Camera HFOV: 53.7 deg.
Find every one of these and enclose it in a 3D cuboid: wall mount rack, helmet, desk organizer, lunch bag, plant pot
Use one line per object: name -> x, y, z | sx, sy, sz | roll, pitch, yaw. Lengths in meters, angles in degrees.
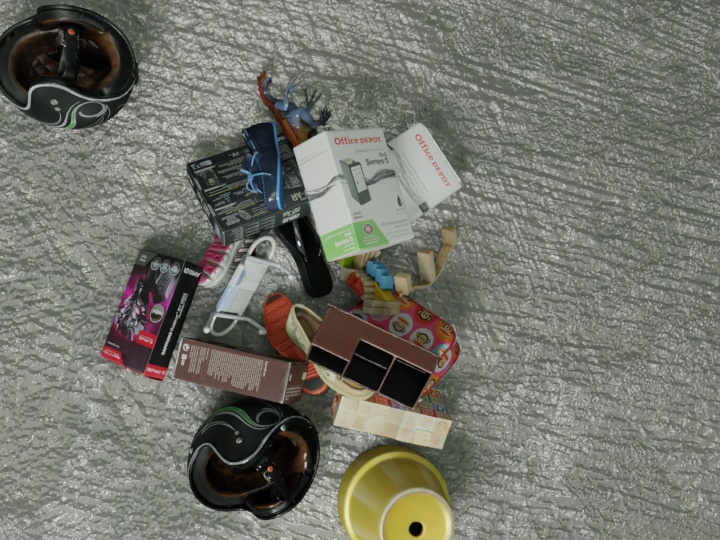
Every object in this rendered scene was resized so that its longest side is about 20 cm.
wall mount rack -> -0.194, 0.038, 1.183 | 0.074, 0.174, 0.200 | 33, 99, 29
helmet -> -0.185, 0.306, 1.184 | 0.200, 0.190, 0.201 | 1, 89, -51
desk organizer -> 0.018, 0.140, 1.137 | 0.200, 0.072, 0.077 | 25, 57, 1
helmet -> -0.479, -0.323, 1.155 | 0.200, 0.190, 0.201 | 8, 79, -45
lunch bag -> 0.057, 0.134, 1.258 | 0.176, 0.082, 0.200 | -45, 59, -12
plant pot -> 0.072, 0.420, 1.231 | 0.200, 0.189, 0.201 | 1, 87, -11

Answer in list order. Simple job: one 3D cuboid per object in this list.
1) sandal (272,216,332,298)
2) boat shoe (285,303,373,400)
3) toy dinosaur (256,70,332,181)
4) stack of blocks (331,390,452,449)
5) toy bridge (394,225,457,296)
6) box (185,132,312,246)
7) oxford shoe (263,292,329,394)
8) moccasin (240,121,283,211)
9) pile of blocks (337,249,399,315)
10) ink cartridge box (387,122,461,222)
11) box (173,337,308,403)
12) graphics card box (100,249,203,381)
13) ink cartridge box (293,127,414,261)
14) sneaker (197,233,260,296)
sandal -> -0.098, -0.048, 1.286 | 0.076, 0.043, 0.200 | -34, 100, -43
boat shoe -> -0.052, 0.138, 1.199 | 0.200, 0.063, 0.073 | 40, 65, 13
toy dinosaur -> -0.131, -0.281, 1.260 | 0.181, 0.105, 0.200 | 21, 66, 27
stack of blocks -> 0.051, 0.245, 1.269 | 0.199, 0.115, 0.059 | 15, 105, -10
toy bridge -> 0.122, -0.007, 1.305 | 0.200, 0.027, 0.067 | -43, 134, -42
box -> -0.180, -0.147, 1.241 | 0.200, 0.044, 0.160 | -23, 65, -21
oxford shoe -> -0.115, 0.134, 1.278 | 0.071, 0.073, 0.200 | -27, 75, 2
moccasin -> -0.167, -0.170, 1.196 | 0.068, 0.081, 0.200 | -6, 45, -7
pile of blocks -> 0.000, 0.000, 1.250 | 0.062, 0.082, 0.200 | 1, 41, -45
ink cartridge box -> 0.063, -0.157, 1.319 | 0.200, 0.084, 0.145 | -34, 94, -11
box -> -0.200, 0.168, 1.200 | 0.199, 0.100, 0.075 | 9, 85, 15
graphics card box -> -0.352, 0.072, 1.199 | 0.051, 0.125, 0.200 | 30, 77, -52
ink cartridge box -> -0.010, -0.130, 1.186 | 0.145, 0.084, 0.201 | -15, 88, -46
sneaker -> -0.213, -0.035, 1.261 | 0.087, 0.074, 0.200 | 54, 53, -41
